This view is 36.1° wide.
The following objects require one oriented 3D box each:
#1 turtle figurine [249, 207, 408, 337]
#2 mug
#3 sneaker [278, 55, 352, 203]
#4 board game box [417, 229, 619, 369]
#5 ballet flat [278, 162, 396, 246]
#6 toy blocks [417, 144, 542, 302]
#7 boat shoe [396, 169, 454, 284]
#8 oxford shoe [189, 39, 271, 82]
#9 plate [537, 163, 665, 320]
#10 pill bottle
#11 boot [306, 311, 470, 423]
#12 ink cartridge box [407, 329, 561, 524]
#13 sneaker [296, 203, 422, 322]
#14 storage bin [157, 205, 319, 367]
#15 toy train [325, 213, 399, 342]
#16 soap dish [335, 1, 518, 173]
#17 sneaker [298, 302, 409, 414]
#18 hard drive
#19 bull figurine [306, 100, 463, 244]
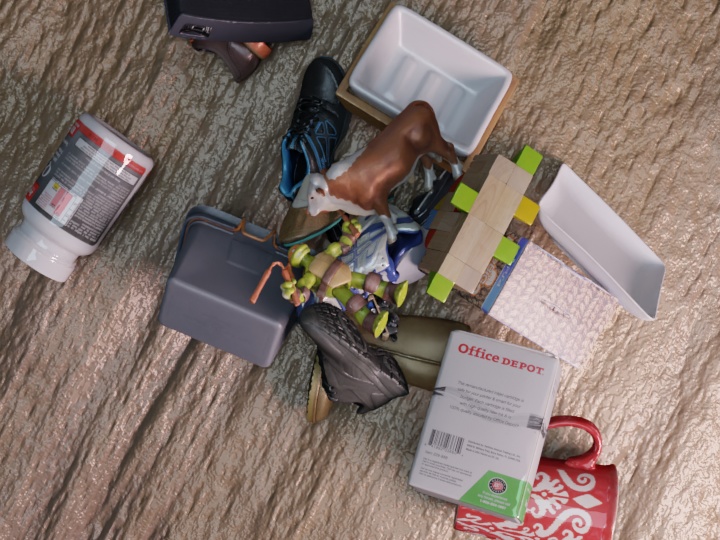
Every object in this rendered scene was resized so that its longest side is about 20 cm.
[{"bbox_3d":[-0.034,0.016,1.320,0.160,0.200,0.065,31,134,12],"label":"turtle figurine"},{"bbox_3d":[0.230,0.283,1.456,0.196,0.134,0.181,9,71,5],"label":"mug"},{"bbox_3d":[-0.061,-0.183,1.451,0.072,0.082,0.204,5,90,28],"label":"sneaker"},{"bbox_3d":[0.191,0.017,1.378,0.158,0.200,0.098,30,92,-27],"label":"board game box"},{"bbox_3d":[-0.034,-0.099,1.427,0.198,0.067,0.074,-26,112,-32],"label":"ballet flat"},{"bbox_3d":[0.124,-0.058,1.311,0.099,0.137,0.202,29,86,-16],"label":"toy blocks"},{"bbox_3d":[0.095,-0.072,1.469,0.068,0.072,0.201,39,92,36],"label":"boat shoe"},{"bbox_3d":[-0.213,-0.334,1.466,0.200,0.071,0.073,42,97,-1],"label":"oxford shoe"},{"bbox_3d":[0.305,-0.034,1.413,0.200,0.200,0.032,44,118,-1],"label":"plate"},{"bbox_3d":[-0.371,-0.094,1.450,0.115,0.116,0.201,35,91,0],"label":"pill bottle"},{"bbox_3d":[0.035,0.137,1.476,0.196,0.066,0.178,13,92,-1],"label":"boot"},{"bbox_3d":[0.158,0.193,1.377,0.144,0.084,0.203,14,77,18],"label":"ink cartridge box"},{"bbox_3d":[0.000,0.000,1.392,0.087,0.076,0.201,27,73,33],"label":"sneaker"},{"bbox_3d":[-0.158,0.022,1.412,0.197,0.135,0.147,22,129,-1],"label":"storage bin"},{"bbox_3d":[-0.002,0.006,1.460,0.045,0.034,0.202,-22,74,-9],"label":"toy train"},{"bbox_3d":[0.085,-0.232,1.437,0.198,0.081,0.159,31,70,-1],"label":"soap dish"},{"bbox_3d":[-0.021,0.119,1.377,0.090,0.076,0.200,-35,126,13],"label":"sneaker"},{"bbox_3d":[-0.157,-0.364,1.425,0.197,0.042,0.137,-4,78,-27],"label":"hard drive"},{"bbox_3d":[0.029,-0.114,1.344,0.199,0.065,0.122,-41,114,-4],"label":"bull figurine"}]
